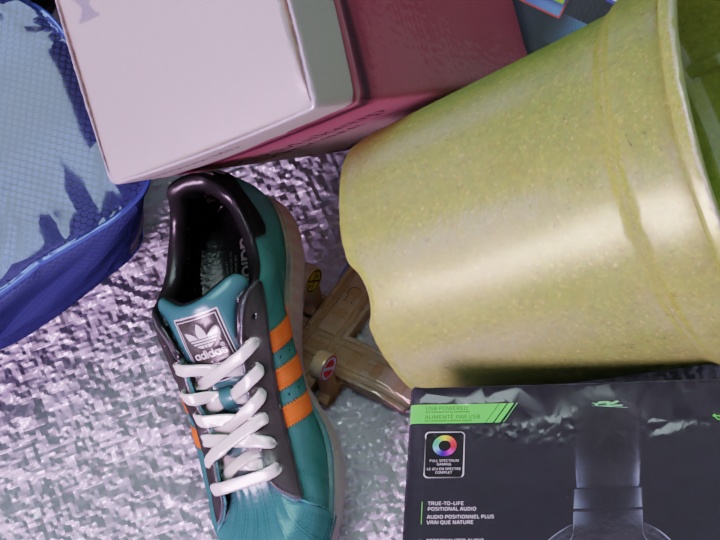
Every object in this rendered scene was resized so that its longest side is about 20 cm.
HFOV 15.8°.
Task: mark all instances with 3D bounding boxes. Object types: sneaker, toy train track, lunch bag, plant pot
[{"bbox_3d":[-0.060,0.048,1.199,0.071,0.080,0.200,-19,67,21],"label":"sneaker"},{"bbox_3d":[0.000,0.000,1.278,0.115,0.033,0.200,23,60,25],"label":"toy train track"},{"bbox_3d":[-0.205,-0.024,1.269,0.200,0.132,0.136,-32,80,-12],"label":"lunch bag"},{"bbox_3d":[0.098,-0.024,1.184,0.184,0.200,0.201,-18,50,22],"label":"plant pot"}]

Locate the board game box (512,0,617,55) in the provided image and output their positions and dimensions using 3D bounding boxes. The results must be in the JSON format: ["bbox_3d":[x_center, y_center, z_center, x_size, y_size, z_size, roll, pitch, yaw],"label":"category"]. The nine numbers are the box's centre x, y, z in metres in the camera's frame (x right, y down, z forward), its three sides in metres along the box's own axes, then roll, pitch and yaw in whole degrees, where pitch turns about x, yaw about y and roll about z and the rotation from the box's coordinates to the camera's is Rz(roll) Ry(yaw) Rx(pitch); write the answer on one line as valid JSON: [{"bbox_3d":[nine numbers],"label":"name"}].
[{"bbox_3d":[0.137,-0.171,1.312,0.165,0.057,0.200,28,90,25],"label":"board game box"}]

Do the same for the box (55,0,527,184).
[{"bbox_3d":[-0.029,-0.116,1.236,0.128,0.200,0.109,-18,87,34],"label":"box"}]

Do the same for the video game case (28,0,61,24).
[{"bbox_3d":[-0.218,-0.119,1.284,0.200,0.181,0.036,-29,79,-28],"label":"video game case"}]

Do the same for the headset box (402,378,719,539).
[{"bbox_3d":[0.107,0.143,1.116,0.174,0.093,0.200,-1,53,8],"label":"headset box"}]
